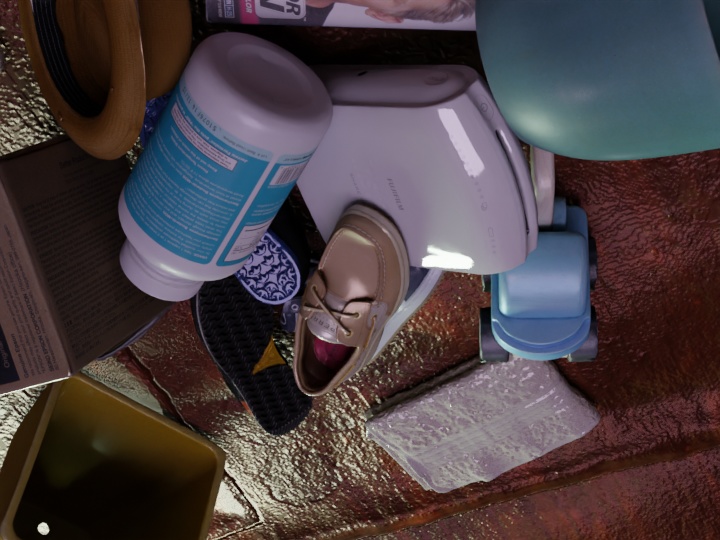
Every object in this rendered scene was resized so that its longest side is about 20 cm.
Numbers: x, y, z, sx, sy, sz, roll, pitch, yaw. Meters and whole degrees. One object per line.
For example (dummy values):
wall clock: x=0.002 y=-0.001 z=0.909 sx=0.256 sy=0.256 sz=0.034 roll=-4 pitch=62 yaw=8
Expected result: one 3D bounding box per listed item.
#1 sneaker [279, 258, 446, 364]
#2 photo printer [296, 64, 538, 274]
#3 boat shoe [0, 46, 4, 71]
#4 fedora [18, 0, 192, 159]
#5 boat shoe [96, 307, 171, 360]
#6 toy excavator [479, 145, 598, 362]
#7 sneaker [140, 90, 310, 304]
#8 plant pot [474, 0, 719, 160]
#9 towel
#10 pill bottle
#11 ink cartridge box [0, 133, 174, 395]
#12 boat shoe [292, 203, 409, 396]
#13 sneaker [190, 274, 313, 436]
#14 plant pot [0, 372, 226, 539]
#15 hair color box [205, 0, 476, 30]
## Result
sneaker: x=0.000 y=0.000 z=1.156 sx=0.108 sy=0.070 sz=0.200 roll=21 pitch=132 yaw=-16
photo printer: x=0.038 y=-0.078 z=1.024 sx=0.200 sy=0.069 sz=0.167 roll=8 pitch=133 yaw=40
boat shoe: x=-0.367 y=-0.191 z=1.014 sx=0.200 sy=0.069 sz=0.072 roll=35 pitch=124 yaw=-24
fedora: x=-0.179 y=-0.184 z=0.975 sx=0.082 sy=0.201 sz=0.201 roll=-17 pitch=142 yaw=-35
boat shoe: x=-0.185 y=0.009 z=1.177 sx=0.072 sy=0.066 sz=0.201 roll=29 pitch=126 yaw=-19
toy excavator: x=0.147 y=-0.035 z=1.085 sx=0.100 sy=0.195 sz=0.200 roll=0 pitch=159 yaw=4
sneaker: x=-0.109 y=-0.065 z=1.112 sx=0.070 sy=0.078 sz=0.200 roll=-29 pitch=101 yaw=15
plant pot: x=0.175 y=-0.166 z=0.925 sx=0.161 sy=0.201 sz=0.201 roll=-13 pitch=129 yaw=26
towel: x=0.113 y=0.144 z=1.297 sx=0.200 sy=0.035 sz=0.133 roll=-29 pitch=124 yaw=25
pill bottle: x=-0.111 y=-0.069 z=0.999 sx=0.111 sy=0.111 sz=0.200 roll=24 pitch=125 yaw=-16
ink cartridge box: x=-0.234 y=-0.016 z=1.041 sx=0.075 sy=0.200 sz=0.165 roll=-16 pitch=99 yaw=19
boat shoe: x=-0.014 y=0.033 z=1.074 sx=0.074 sy=0.069 sz=0.200 roll=31 pitch=141 yaw=16
sneaker: x=-0.114 y=0.058 z=1.204 sx=0.070 sy=0.090 sz=0.200 roll=-35 pitch=126 yaw=-18
plant pot: x=-0.279 y=0.253 z=1.322 sx=0.195 sy=0.194 sz=0.200 roll=31 pitch=135 yaw=-21
hair color box: x=-0.012 y=-0.231 z=0.963 sx=0.199 sy=0.061 sz=0.100 roll=1 pitch=131 yaw=2
